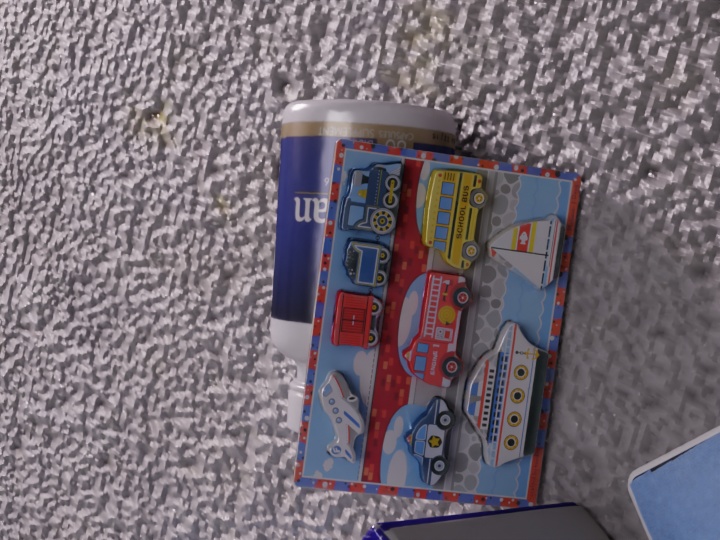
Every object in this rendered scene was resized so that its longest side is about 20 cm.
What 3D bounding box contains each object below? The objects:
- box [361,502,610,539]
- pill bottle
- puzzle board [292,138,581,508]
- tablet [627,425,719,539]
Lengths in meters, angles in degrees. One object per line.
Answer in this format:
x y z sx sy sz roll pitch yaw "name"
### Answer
0.043 0.235 0.755 0.201 0.182 0.105 -54 54 26 "box"
0.000 0.000 0.853 0.110 0.110 0.203 4 91 43 "pill bottle"
0.046 0.034 0.797 0.017 0.148 0.203 -146 63 -79 "puzzle board"
0.224 0.173 0.702 0.130 0.014 0.202 -36 66 36 "tablet"
